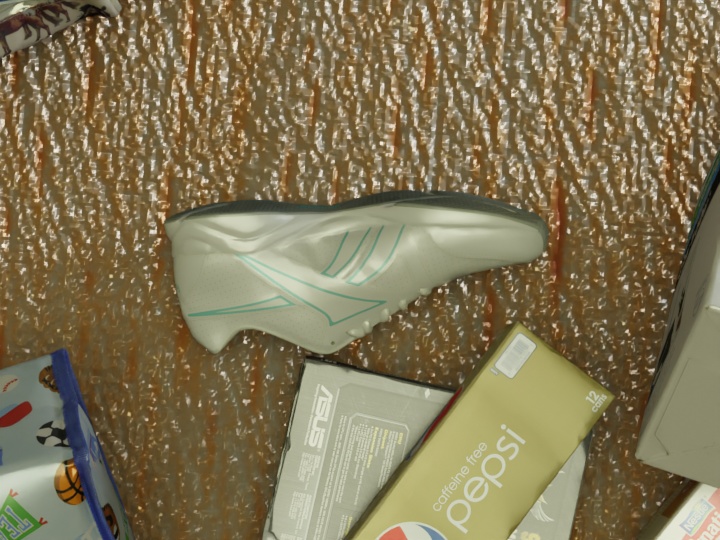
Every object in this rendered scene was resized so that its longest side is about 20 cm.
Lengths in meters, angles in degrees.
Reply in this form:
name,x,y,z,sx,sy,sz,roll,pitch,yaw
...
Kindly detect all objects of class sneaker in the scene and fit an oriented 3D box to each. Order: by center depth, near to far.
name,x,y,z,sx,sy,sz,roll,pitch,yaw
sneaker,0.000,0.000,1.457,0.200,0.070,0.080,-4,96,5

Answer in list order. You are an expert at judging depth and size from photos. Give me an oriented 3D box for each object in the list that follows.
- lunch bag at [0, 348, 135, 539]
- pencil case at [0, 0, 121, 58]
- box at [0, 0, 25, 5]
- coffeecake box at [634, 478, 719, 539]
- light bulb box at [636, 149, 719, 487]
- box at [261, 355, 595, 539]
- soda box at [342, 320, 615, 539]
name,x,y,z,sx,sy,sz,roll,pitch,yaw
lunch bag,-0.190,0.168,1.402,0.170,0.124,0.200,-16,123,-2
pencil case,-0.223,-0.130,1.444,0.200,0.089,0.078,-24,126,-3
box,-0.189,-0.183,1.402,0.121,0.032,0.200,-8,43,15
coffeecake box,0.238,0.183,1.441,0.200,0.073,0.154,39,88,2
light bulb box,0.259,0.016,1.371,0.198,0.125,0.200,19,48,0
box,0.024,0.158,1.452,0.158,0.048,0.200,12,87,-2
soda box,0.041,0.123,1.396,0.064,0.068,0.200,38,86,0
